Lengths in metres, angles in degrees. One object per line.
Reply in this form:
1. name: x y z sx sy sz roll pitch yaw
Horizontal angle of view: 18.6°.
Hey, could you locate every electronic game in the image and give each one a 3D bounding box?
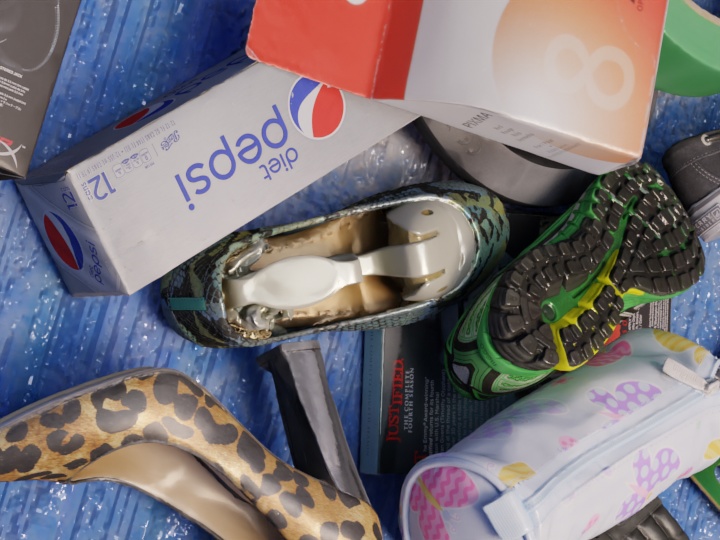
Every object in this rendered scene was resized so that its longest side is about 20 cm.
1. electronic game: 0.090 -0.133 1.187 0.200 0.042 0.200 6 80 -38

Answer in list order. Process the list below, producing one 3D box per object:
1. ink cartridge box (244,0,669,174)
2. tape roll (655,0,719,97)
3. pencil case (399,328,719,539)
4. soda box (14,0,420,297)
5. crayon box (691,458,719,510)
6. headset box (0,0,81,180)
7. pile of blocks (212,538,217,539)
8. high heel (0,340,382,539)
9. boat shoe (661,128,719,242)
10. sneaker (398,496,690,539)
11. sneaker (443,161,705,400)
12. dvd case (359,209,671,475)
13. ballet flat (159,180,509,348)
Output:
1. ink cartridge box: 0.057 -0.153 1.074 0.200 0.050 0.163 17 74 -21
2. tape roll: 0.183 -0.198 1.214 0.200 0.048 0.201 10 74 -37
3. pencil case: 0.109 0.097 1.108 0.200 0.091 0.083 -26 102 -44
4. soda box: -0.065 -0.062 1.071 0.200 0.063 0.068 -34 106 -29
5. crayon box: 0.280 0.071 1.300 0.127 0.051 0.200 46 67 -25
6. headset box: -0.197 -0.157 0.976 0.148 0.075 0.200 21 78 -32
7. pile of blocks: -0.112 0.189 1.041 0.200 0.062 0.082 -14 97 -33
8. high heel: -0.084 0.118 1.030 0.200 0.071 0.143 -11 78 -28
9. boat shoe: 0.246 -0.076 1.281 0.200 0.070 0.066 -25 78 -37
10. sneaker: 0.103 0.143 1.185 0.200 0.071 0.099 37 66 -31
11. sneaker: 0.110 0.004 1.163 0.200 0.085 0.078 -30 89 -45
12. dvd case: 0.089 0.040 1.200 0.200 0.022 0.146 3 88 -34
13. ballet flat: 0.000 0.000 1.096 0.200 0.074 0.074 -17 99 -24
